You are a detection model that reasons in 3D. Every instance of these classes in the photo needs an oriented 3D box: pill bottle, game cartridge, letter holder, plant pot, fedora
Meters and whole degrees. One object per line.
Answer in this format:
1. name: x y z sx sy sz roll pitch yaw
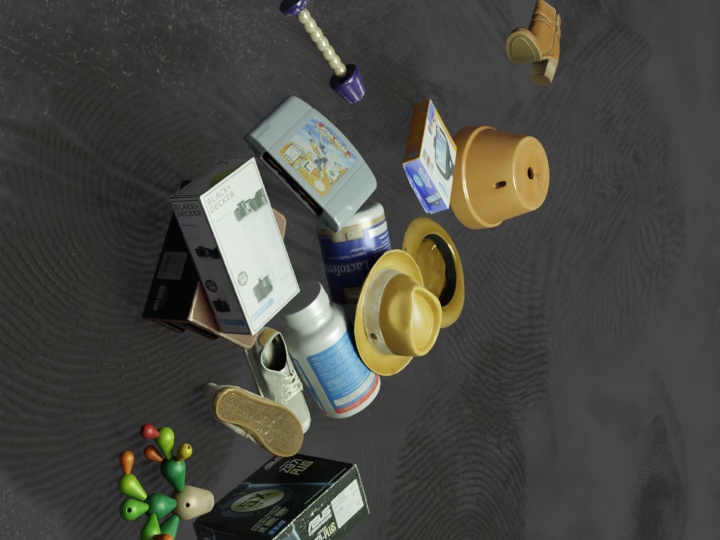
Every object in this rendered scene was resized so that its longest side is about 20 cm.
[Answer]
1. pill bottle: -0.054 0.120 1.501 0.113 0.111 0.202 -50 127 -37
2. game cartridge: -0.070 -0.169 1.477 0.200 0.041 0.134 45 57 -6
3. letter holder: -0.196 -0.006 1.346 0.141 0.099 0.204 31 67 -47
4. pill bottle: 0.000 0.000 1.563 0.115 0.114 0.204 -26 109 -46
5. plant pot: 0.273 -0.185 1.869 0.198 0.138 0.205 1 88 -49
6. fedora: 0.106 0.009 1.689 0.199 0.081 0.205 26 56 -46
7. fedora: 0.071 0.071 1.501 0.199 0.081 0.206 -15 109 -51

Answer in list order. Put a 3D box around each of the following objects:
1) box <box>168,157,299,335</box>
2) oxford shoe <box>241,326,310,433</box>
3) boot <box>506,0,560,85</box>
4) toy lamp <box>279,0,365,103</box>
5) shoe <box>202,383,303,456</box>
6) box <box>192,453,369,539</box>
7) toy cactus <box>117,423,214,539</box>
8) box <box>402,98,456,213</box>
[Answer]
1. box: -0.161 -0.031 1.262 0.116 0.059 0.204 -42 123 -44
2. oxford shoe: -0.120 0.171 1.466 0.075 0.057 0.203 -46 125 -42
3. boot: 0.369 -0.504 2.037 0.199 0.072 0.158 35 65 -57
4. toy lamp: -0.056 -0.353 1.546 0.201 0.057 0.059 51 54 -33
5. shoe: -0.157 0.216 1.425 0.200 0.053 0.071 41 70 -43
6. box: -0.112 0.357 1.394 0.199 0.161 0.088 -33 114 -43
7. toy cactus: -0.253 0.310 1.294 0.164 0.100 0.205 16 69 -58
8. box: 0.125 -0.198 1.721 0.120 0.041 0.202 55 30 -35
